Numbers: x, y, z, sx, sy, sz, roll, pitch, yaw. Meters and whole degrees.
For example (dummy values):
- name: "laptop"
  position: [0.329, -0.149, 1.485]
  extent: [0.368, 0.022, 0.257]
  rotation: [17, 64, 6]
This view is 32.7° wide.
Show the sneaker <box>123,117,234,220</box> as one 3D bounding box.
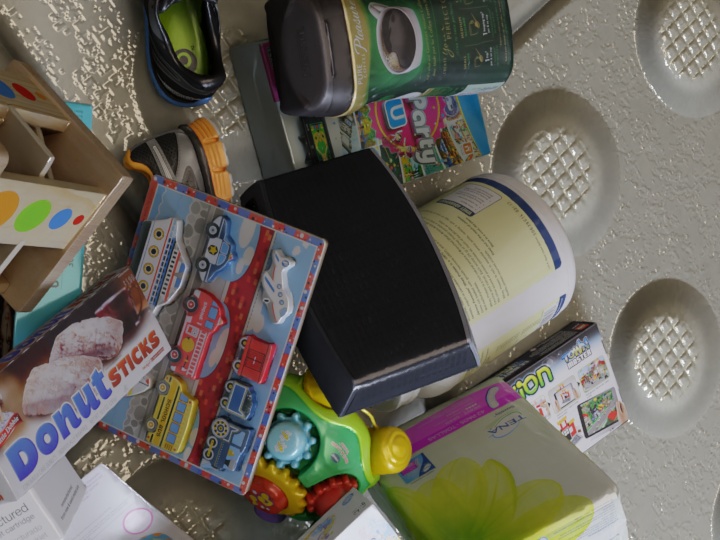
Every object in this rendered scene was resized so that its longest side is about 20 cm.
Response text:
- name: "sneaker"
  position: [-0.134, -0.016, 0.972]
  extent: [0.077, 0.078, 0.201]
  rotation: [-12, 94, -17]

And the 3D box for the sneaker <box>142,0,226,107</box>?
- name: "sneaker"
  position: [-0.146, -0.227, 0.950]
  extent: [0.071, 0.083, 0.200]
  rotation: [-23, 102, -30]

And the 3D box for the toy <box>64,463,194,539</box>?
- name: "toy"
  position: [-0.182, 0.229, 0.945]
  extent: [0.115, 0.047, 0.200]
  rotation: [-40, 122, -1]

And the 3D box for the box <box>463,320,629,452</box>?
- name: "box"
  position: [0.165, 0.141, 1.175]
  extent: [0.200, 0.035, 0.110]
  rotation: [-28, 105, -29]

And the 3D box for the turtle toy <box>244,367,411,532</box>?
- name: "turtle toy"
  position: [-0.040, 0.160, 0.975]
  extent: [0.200, 0.145, 0.101]
  rotation: [53, 49, -21]

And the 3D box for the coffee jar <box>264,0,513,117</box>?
- name: "coffee jar"
  position: [0.022, -0.182, 0.980]
  extent: [0.199, 0.085, 0.105]
  rotation: [-13, 100, -31]

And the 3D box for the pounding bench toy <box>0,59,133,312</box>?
- name: "pounding bench toy"
  position: [-0.283, -0.085, 0.787]
  extent: [0.124, 0.200, 0.156]
  rotation: [-49, 161, 14]

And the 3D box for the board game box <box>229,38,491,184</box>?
- name: "board game box"
  position: [0.004, -0.144, 1.056]
  extent: [0.199, 0.064, 0.148]
  rotation: [-21, 102, -30]

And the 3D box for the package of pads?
- name: "package of pads"
  position: [0.107, 0.182, 1.011]
  extent: [0.154, 0.200, 0.068]
  rotation: [-25, 122, -14]

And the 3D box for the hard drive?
- name: "hard drive"
  position: [0.000, 0.000, 0.939]
  extent: [0.134, 0.042, 0.201]
  rotation: [-18, 66, -18]

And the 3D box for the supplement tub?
- name: "supplement tub"
  position: [0.069, 0.018, 1.050]
  extent: [0.200, 0.145, 0.145]
  rotation: [-30, 106, -28]

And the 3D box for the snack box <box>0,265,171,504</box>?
- name: "snack box"
  position: [-0.197, 0.071, 0.823]
  extent: [0.072, 0.024, 0.200]
  rotation: [66, 29, -16]

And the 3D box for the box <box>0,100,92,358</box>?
- name: "box"
  position: [-0.237, -0.021, 0.896]
  extent: [0.049, 0.082, 0.201]
  rotation: [4, 88, -30]

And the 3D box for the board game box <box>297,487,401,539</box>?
- name: "board game box"
  position: [-0.036, 0.280, 0.918]
  extent: [0.200, 0.034, 0.135]
  rotation: [-42, 117, -12]

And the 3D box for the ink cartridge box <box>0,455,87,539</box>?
- name: "ink cartridge box"
  position: [-0.301, 0.116, 0.813]
  extent: [0.145, 0.084, 0.200]
  rotation: [-29, 103, 6]

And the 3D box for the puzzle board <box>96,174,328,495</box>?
- name: "puzzle board"
  position: [-0.121, 0.047, 0.915]
  extent: [0.017, 0.150, 0.201]
  rotation: [-5, 114, -71]
